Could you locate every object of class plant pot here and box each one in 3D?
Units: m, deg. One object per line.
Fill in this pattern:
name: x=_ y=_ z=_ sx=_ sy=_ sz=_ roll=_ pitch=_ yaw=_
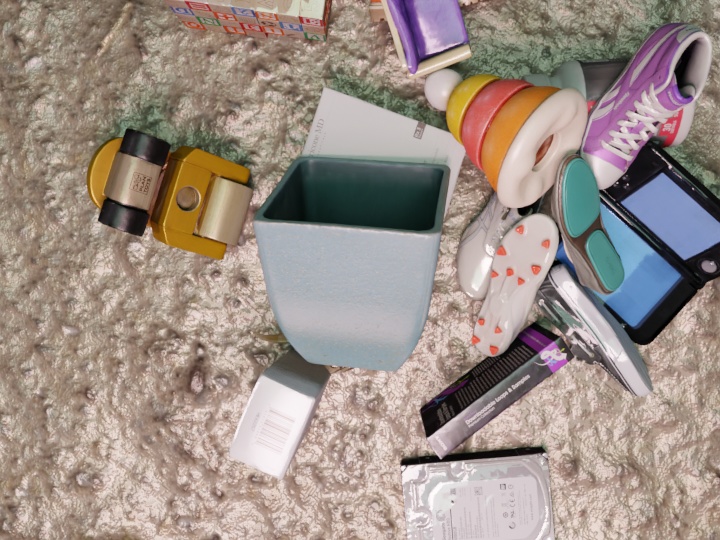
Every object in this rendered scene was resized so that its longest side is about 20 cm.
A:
plant pot: x=0.000 y=0.000 z=0.828 sx=0.192 sy=0.197 sz=0.203 roll=4 pitch=119 yaw=9

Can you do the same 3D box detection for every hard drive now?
hard drive: x=0.155 y=0.316 z=0.948 sx=0.196 sy=0.038 sz=0.143 roll=-5 pitch=91 yaw=3

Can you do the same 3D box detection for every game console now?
game console: x=0.360 y=-0.028 z=0.896 sx=0.199 sy=0.176 sz=0.117 roll=41 pitch=64 yaw=0

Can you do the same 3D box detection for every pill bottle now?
pill bottle: x=0.300 y=-0.207 z=0.892 sx=0.196 sy=0.111 sz=0.113 roll=-2 pitch=91 yaw=2

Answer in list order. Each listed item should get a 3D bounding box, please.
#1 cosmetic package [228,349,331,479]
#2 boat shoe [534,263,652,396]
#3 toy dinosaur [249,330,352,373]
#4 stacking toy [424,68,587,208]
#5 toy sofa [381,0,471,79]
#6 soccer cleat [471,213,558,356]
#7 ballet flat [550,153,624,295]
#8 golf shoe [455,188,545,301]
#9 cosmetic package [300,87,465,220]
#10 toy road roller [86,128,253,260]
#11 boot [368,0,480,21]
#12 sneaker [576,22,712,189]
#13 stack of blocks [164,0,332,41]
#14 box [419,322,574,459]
cosmetic package: x=-0.092 y=0.167 z=0.872 sx=0.073 sy=0.200 sz=0.103 roll=24 pitch=92 yaw=1
boat shoe: x=0.298 y=0.086 z=0.928 sx=0.071 sy=0.072 sz=0.201 roll=-39 pitch=85 yaw=26
toy dinosaur: x=-0.038 y=0.085 z=0.950 sx=0.197 sy=0.058 sz=0.103 roll=-23 pitch=76 yaw=-4
stacking toy: x=0.149 y=-0.182 z=0.832 sx=0.200 sy=0.146 sz=0.147 roll=41 pitch=93 yaw=28
toy sofa: x=0.065 y=-0.337 z=0.837 sx=0.081 sy=0.098 sz=0.203 roll=-17 pitch=105 yaw=14
soccer cleat: x=0.193 y=0.016 z=0.889 sx=0.069 sy=0.077 sz=0.203 roll=31 pitch=119 yaw=23
ballet flat: x=0.260 y=-0.053 z=0.858 sx=0.067 sy=0.063 sz=0.201 roll=-40 pitch=120 yaw=-15
golf shoe: x=0.180 y=-0.055 z=0.908 sx=0.077 sy=0.097 sz=0.203 roll=22 pitch=94 yaw=0
cosmetic package: x=0.029 y=-0.146 z=0.919 sx=0.197 sy=0.081 sz=0.115 roll=18 pitch=94 yaw=1
toy road roller: x=-0.253 y=-0.104 z=0.927 sx=0.198 sy=0.145 sz=0.125 roll=17 pitch=92 yaw=-36
boot: x=0.103 y=-0.385 z=0.899 sx=0.196 sy=0.075 sz=0.109 roll=-8 pitch=111 yaw=2
sneaker: x=0.309 y=-0.174 z=0.785 sx=0.072 sy=0.115 sz=0.203 roll=21 pitch=111 yaw=-8
stack of blocks: x=-0.136 y=-0.342 z=0.903 sx=0.196 sy=0.115 sz=0.060 roll=8 pitch=92 yaw=1
box: x=0.163 y=0.145 z=0.891 sx=0.199 sy=0.143 sz=0.036 roll=-37 pitch=91 yaw=3
